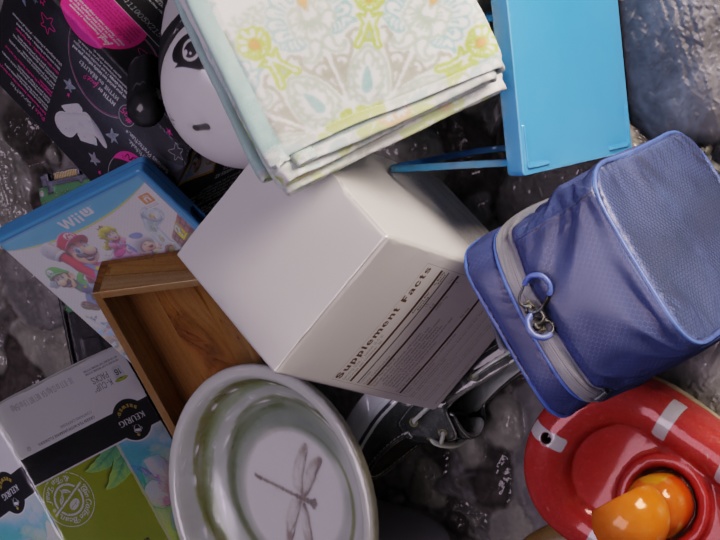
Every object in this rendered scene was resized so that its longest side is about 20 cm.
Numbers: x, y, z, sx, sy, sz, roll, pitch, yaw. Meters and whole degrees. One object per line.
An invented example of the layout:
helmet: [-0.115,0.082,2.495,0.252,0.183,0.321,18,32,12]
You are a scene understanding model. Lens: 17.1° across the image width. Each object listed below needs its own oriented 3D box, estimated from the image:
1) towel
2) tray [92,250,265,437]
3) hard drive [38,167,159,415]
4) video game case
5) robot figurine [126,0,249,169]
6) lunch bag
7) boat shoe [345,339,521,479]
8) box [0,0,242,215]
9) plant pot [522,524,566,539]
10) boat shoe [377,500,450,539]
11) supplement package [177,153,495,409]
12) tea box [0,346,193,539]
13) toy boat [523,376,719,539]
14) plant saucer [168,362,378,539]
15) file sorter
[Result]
towel: [-0.022,-0.166,1.504,0.170,0.048,0.201,-25,79,-9]
tray: [-0.110,0.066,1.744,0.098,0.037,0.201,-7,133,19]
hard drive: [-0.173,0.013,1.856,0.139,0.038,0.201,-10,94,34]
video game case: [-0.145,0.010,1.730,0.143,0.018,0.200,-23,127,32]
robot figurine: [-0.075,-0.154,1.615,0.124,0.200,0.151,21,120,-16]
lunch bag: [0.158,0.008,1.538,0.132,0.200,0.136,-33,84,33]
boat shoe: [0.057,0.092,1.697,0.071,0.072,0.200,52,119,20]
box: [-0.157,-0.141,1.752,0.200,0.132,0.115,46,136,17]
plant pot: [0.166,0.275,1.687,0.199,0.027,0.202,7,103,32]
boat shoe: [-0.016,0.202,1.774,0.199,0.068,0.057,11,109,38]
supplement package: [0.000,0.000,1.590,0.120,0.200,0.121,-50,58,15]
tea box: [-0.228,0.198,1.834,0.197,0.133,0.200,58,140,5]
toy boat: [0.192,0.155,1.580,0.200,0.130,0.131,35,109,23]
plant saucer: [-0.053,0.162,1.718,0.199,0.050,0.202,9,104,39]
file sorter: [0.086,-0.169,1.593,0.122,0.138,0.201,-1,98,36]
